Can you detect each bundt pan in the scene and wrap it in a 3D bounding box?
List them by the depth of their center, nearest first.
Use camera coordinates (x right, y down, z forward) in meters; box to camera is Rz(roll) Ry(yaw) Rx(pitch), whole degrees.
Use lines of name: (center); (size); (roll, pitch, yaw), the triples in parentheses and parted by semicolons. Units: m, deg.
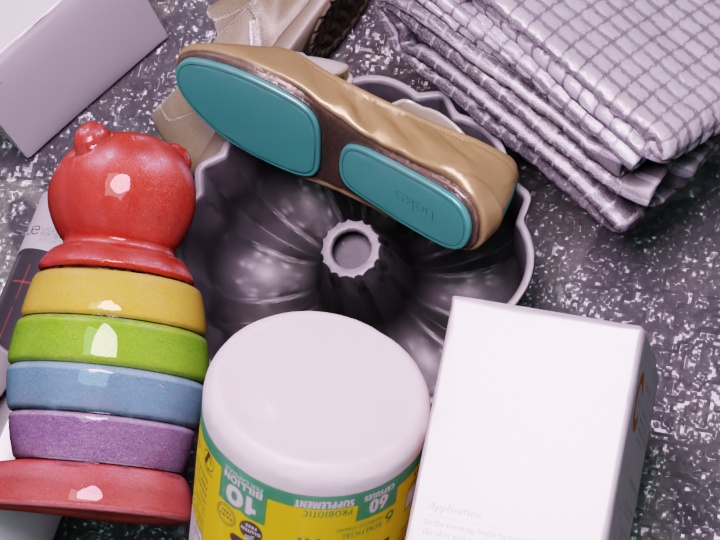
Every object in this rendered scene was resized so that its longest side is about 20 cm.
bundt pan: (0.000, 0.000, 1.359); (0.200, 0.076, 0.204); (-3, 71, 8)

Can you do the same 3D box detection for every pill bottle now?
pill bottle: (-0.031, 0.128, 1.250); (0.112, 0.201, 0.113); (5, 43, -5)

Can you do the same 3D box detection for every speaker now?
speaker: (-0.176, 0.060, 1.370); (0.081, 0.081, 0.201); (18, 76, 15)

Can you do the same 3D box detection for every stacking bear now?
stacking bear: (-0.131, 0.027, 1.290); (0.113, 0.121, 0.202); (-8, 75, 55)

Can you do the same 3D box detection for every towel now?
towel: (0.127, -0.128, 1.345); (0.200, 0.086, 0.165); (40, 47, 15)

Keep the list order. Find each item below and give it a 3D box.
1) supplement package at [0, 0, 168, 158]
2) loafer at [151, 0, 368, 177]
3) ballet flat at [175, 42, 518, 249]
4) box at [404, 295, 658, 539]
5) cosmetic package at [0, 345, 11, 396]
supplement package: (-0.226, -0.187, 1.439); (0.117, 0.117, 0.200); (-40, 70, -6)
loafer: (-0.051, -0.140, 1.415); (0.067, 0.076, 0.201); (31, 79, 11)
ballet flat: (-0.005, -0.075, 1.321); (0.199, 0.069, 0.063); (30, 51, 15)
box: (0.079, 0.128, 1.208); (0.097, 0.124, 0.202); (10, 79, 12)
cosmetic package: (-0.287, 0.037, 1.354); (0.199, 0.090, 0.107); (29, 81, 41)
